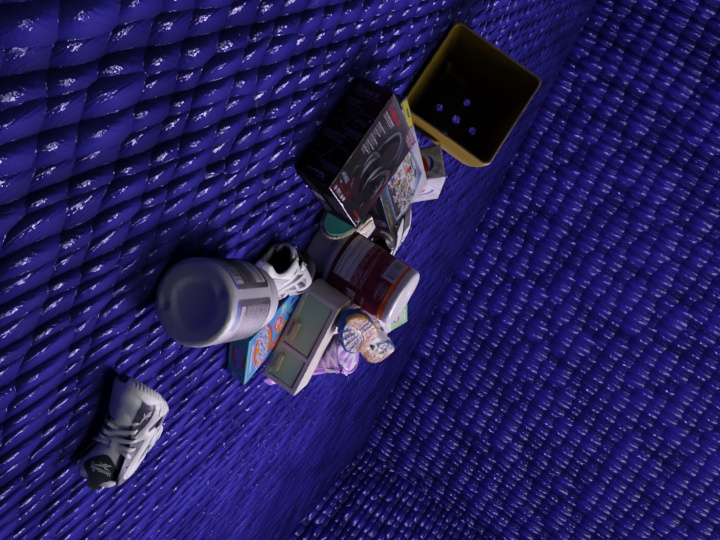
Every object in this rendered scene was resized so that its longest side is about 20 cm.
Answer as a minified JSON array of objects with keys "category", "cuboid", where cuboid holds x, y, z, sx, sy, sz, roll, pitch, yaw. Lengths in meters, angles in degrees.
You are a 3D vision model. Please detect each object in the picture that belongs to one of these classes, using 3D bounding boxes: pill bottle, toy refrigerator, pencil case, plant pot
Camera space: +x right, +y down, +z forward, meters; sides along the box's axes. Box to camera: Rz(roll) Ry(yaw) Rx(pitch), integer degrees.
[{"category":"pill bottle","cuboid":[0.000,0.000,1.700,0.115,0.198,0.115,-53,167,-18]},{"category":"toy refrigerator","cuboid":[-0.100,0.123,1.685,0.202,0.075,0.070,-62,169,23]},{"category":"pencil case","cuboid":[-0.095,0.174,1.782,0.084,0.197,0.087,42,48,-41]},{"category":"pill bottle","cuboid":[-0.187,0.040,1.246,0.115,0.113,0.200,-59,168,7]},{"category":"plant pot","cuboid":[0.203,-0.319,1.789,0.201,0.199,0.176,-56,179,-8]}]

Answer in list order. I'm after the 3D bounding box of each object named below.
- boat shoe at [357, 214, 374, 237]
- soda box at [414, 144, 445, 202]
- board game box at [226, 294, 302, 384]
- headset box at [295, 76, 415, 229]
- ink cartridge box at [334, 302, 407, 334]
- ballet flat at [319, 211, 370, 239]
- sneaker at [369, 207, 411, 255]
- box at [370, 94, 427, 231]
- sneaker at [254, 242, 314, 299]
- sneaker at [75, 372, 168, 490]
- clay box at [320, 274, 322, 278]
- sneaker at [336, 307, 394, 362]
[{"category":"boat shoe","cuboid":[0.030,-0.144,1.784,0.201,0.072,0.065,-54,166,-4]},{"category":"soda box","cuboid":[0.130,-0.193,1.860,0.200,0.062,0.070,92,-10,-83]},{"category":"board game box","cuboid":[-0.160,0.088,1.639,0.200,0.045,0.153,-50,166,-33]},{"category":"headset box","cuboid":[0.002,-0.192,1.451,0.201,0.077,0.149,-55,153,-10]},{"category":"ink cartridge box","cuboid":[-0.006,0.082,1.864,0.198,0.084,0.146,-29,144,-20]},{"category":"ballet flat","cuboid":[-0.008,-0.124,1.683,0.200,0.076,0.064,-49,-177,-24]},{"category":"sneaker","cuboid":[0.059,-0.074,1.929,0.091,0.066,0.203,90,24,-78]},{"category":"box","cuboid":[0.053,-0.192,1.637,0.137,0.037,0.202,-50,141,-30]},{"category":"sneaker","cuboid":[-0.118,-0.008,1.501,0.089,0.074,0.200,-61,169,26]},{"category":"sneaker","cuboid":[-0.325,0.228,1.227,0.131,0.079,0.200,-61,-179,-30]},{"category":"clay box","cuboid":[-0.052,0.036,1.948,0.200,0.047,0.116,-33,153,-61]},{"category":"sneaker","cuboid":[-0.006,0.107,1.719,0.075,0.089,0.200,-32,150,4]}]
